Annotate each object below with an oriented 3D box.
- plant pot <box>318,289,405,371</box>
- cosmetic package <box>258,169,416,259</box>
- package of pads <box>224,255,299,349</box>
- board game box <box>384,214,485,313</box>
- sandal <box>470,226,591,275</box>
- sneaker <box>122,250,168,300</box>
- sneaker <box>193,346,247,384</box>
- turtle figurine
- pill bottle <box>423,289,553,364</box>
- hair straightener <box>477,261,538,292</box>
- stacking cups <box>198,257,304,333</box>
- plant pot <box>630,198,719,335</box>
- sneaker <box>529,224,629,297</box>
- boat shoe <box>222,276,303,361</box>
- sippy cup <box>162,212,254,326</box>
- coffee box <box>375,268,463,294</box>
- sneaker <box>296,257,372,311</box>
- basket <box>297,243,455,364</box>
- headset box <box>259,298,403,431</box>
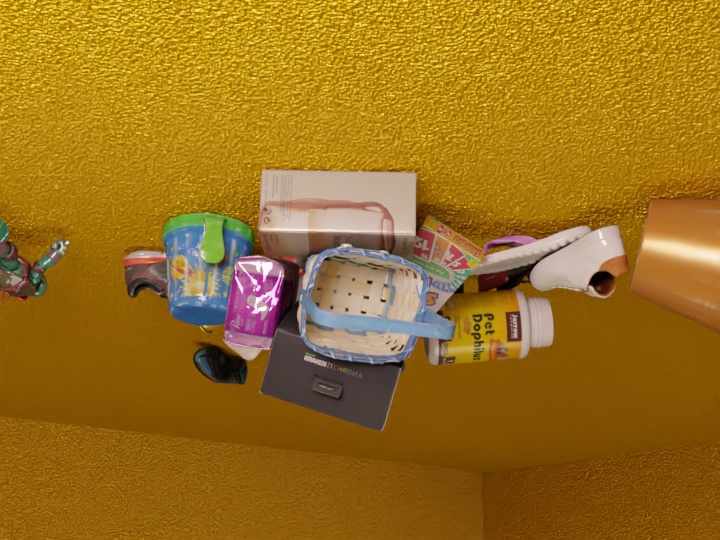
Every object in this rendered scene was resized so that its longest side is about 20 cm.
[{"bbox_3d":[-0.032,0.088,1.655,0.197,0.163,0.201,-4,165,-1],"label":"plant pot"},{"bbox_3d":[-0.027,-0.070,1.303,0.197,0.089,0.104,0,161,2],"label":"cosmetic package"},{"bbox_3d":[-0.136,0.041,1.427,0.075,0.122,0.200,9,180,3],"label":"package of pads"},{"bbox_3d":[0.094,0.004,1.452,0.095,0.030,0.200,32,147,-2],"label":"board game box"},{"bbox_3d":[0.231,-0.037,1.457,0.200,0.050,0.083,-14,166,1],"label":"sandal"},{"bbox_3d":[-0.273,0.016,1.590,0.197,0.083,0.077,-2,162,3],"label":"sneaker"},{"bbox_3d":[-0.324,0.217,2.233,0.081,0.074,0.200,-4,161,20],"label":"sneaker"},{"bbox_3d":[-0.508,-0.014,1.507,0.148,0.102,0.200,-4,156,15],"label":"turtle figurine"},{"bbox_3d":[0.200,0.088,1.606,0.197,0.111,0.109,-5,162,-2],"label":"pill bottle"},{"bbox_3d":[0.263,-0.003,1.588,0.076,0.041,0.200,9,156,-23],"label":"hair straightener"},{"bbox_3d":[-0.163,0.030,1.569,0.198,0.061,0.060,-26,156,10],"label":"stacking cups"},{"bbox_3d":[0.453,-0.013,1.316,0.181,0.203,0.200,14,165,15],"label":"plant pot"},{"bbox_3d":[0.308,0.010,1.440,0.072,0.086,0.200,-13,167,-24],"label":"sneaker"},{"bbox_3d":[-0.149,0.055,1.614,0.069,0.071,0.201,31,107,-22],"label":"boat shoe"},{"bbox_3d":[-0.223,0.005,1.460,0.138,0.132,0.178,-8,155,20],"label":"sippy cup"},{"bbox_3d":[0.087,-0.001,1.578,0.121,0.045,0.200,-5,161,16],"label":"coffee box"},{"bbox_3d":[0.000,0.000,1.459,0.199,0.075,0.116,-13,115,48],"label":"sneaker"},{"bbox_3d":[0.004,0.045,1.246,0.174,0.141,0.200,9,-168,-21],"label":"basket"},{"bbox_3d":[-0.031,0.125,1.378,0.172,0.094,0.200,17,-168,2],"label":"headset box"}]
